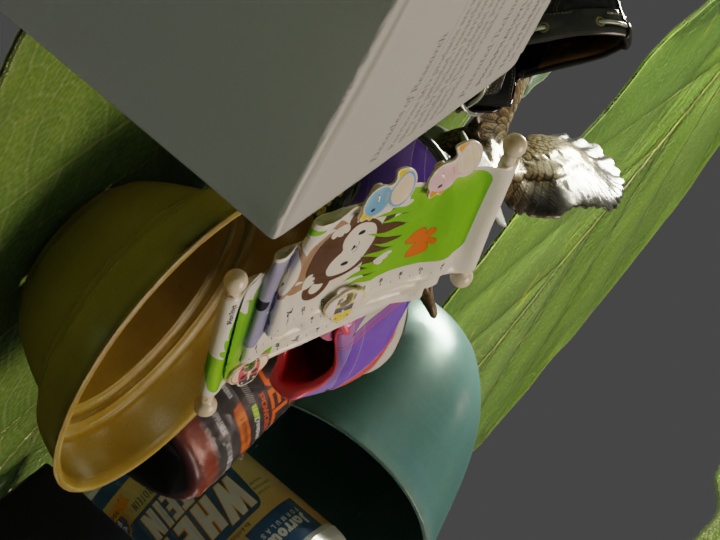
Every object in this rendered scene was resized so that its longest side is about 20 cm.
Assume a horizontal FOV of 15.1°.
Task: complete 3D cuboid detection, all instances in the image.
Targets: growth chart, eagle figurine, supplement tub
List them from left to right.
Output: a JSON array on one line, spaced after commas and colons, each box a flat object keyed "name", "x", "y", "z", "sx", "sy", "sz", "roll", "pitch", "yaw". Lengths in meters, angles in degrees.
[{"name": "supplement tub", "x": -0.098, "y": 0.196, "z": 1.822, "sx": 0.145, "sy": 0.200, "sz": 0.145, "roll": -49, "pitch": 168, "yaw": -13}, {"name": "supplement tub", "x": -0.075, "y": 0.040, "z": 1.669, "sx": 0.200, "sy": 0.107, "sz": 0.107, "roll": -45, "pitch": 167, "yaw": -29}, {"name": "growth chart", "x": -0.001, "y": -0.002, "z": 1.474, "sx": 0.200, "sy": 0.018, "sz": 0.145, "roll": -25, "pitch": 152, "yaw": -22}, {"name": "eagle figurine", "x": 0.094, "y": -0.090, "z": 1.882, "sx": 0.200, "sy": 0.151, "sz": 0.152, "roll": -34, "pitch": 152, "yaw": -24}]

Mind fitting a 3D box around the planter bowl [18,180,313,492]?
[{"name": "planter bowl", "x": -0.121, "y": 0.015, "z": 1.444, "sx": 0.200, "sy": 0.083, "sz": 0.200, "roll": -47, "pitch": 163, "yaw": -19}]

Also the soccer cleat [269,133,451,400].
[{"name": "soccer cleat", "x": 0.000, "y": 0.000, "z": 1.556, "sx": 0.073, "sy": 0.068, "sz": 0.200, "roll": -33, "pitch": 157, "yaw": -38}]

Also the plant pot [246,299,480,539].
[{"name": "plant pot", "x": -0.006, "y": 0.102, "z": 1.924, "sx": 0.161, "sy": 0.200, "sz": 0.201, "roll": -55, "pitch": 173, "yaw": -35}]

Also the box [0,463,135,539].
[{"name": "box", "x": -0.240, "y": 0.255, "z": 1.650, "sx": 0.198, "sy": 0.123, "sz": 0.200, "roll": -37, "pitch": 164, "yaw": -47}]

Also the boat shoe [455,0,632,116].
[{"name": "boat shoe", "x": 0.067, "y": -0.127, "z": 1.656, "sx": 0.200, "sy": 0.068, "sz": 0.072, "roll": -23, "pitch": 167, "yaw": 1}]

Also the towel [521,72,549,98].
[{"name": "towel", "x": 0.175, "y": -0.231, "z": 2.000, "sx": 0.149, "sy": 0.031, "sz": 0.200, "roll": -42, "pitch": 164, "yaw": -47}]

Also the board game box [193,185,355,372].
[{"name": "board game box", "x": -0.048, "y": -0.044, "z": 1.553, "sx": 0.200, "sy": 0.023, "sz": 0.105, "roll": -54, "pitch": -149, "yaw": 17}]

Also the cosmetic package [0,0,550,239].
[{"name": "cosmetic package", "x": -0.013, "y": -0.156, "z": 1.135, "sx": 0.200, "sy": 0.167, "sz": 0.166, "roll": -38, "pitch": 163, "yaw": -46}]
